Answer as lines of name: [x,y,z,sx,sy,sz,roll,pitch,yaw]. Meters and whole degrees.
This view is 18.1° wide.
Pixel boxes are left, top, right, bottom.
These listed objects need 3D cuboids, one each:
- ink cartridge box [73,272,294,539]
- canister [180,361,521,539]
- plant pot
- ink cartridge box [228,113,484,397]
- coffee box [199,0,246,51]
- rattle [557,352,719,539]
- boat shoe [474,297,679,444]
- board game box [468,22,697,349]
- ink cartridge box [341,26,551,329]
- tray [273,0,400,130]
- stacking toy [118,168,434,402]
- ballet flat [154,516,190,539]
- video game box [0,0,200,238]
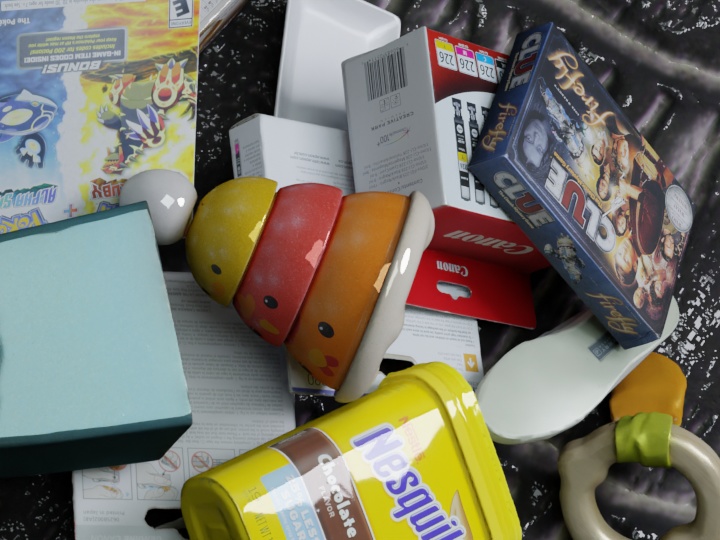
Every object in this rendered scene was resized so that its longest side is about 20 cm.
ink cartridge box: [-0.127,0.099,1.545,0.162,0.057,0.201,3,71,-20]
canister: [-0.006,0.164,1.482,0.199,0.086,0.149,-23,96,-34]
plant pot: [-0.224,0.058,1.406,0.199,0.141,0.142,-10,79,-16]
ink cartridge box: [0.000,0.000,1.605,0.196,0.043,0.201,9,70,-42]
coffee box: [-0.163,-0.161,1.591,0.080,0.114,0.200,42,64,-3]
rattle: [0.228,0.184,1.676,0.130,0.143,0.201,-31,103,6]
boat shoe: [0.152,0.076,1.656,0.200,0.072,0.070,-32,78,-32]
board game box: [0.163,-0.059,1.617,0.200,0.034,0.136,47,46,-30]
ink cartridge box: [0.089,-0.061,1.623,0.199,0.084,0.177,11,68,-47]
tray: [-0.025,-0.111,1.664,0.107,0.022,0.201,21,66,-36]
stacking toy: [-0.064,-0.012,1.470,0.199,0.146,0.147,21,68,-2]
ballet flat: [-0.142,0.226,1.514,0.075,0.068,0.200,35,58,9]
video game box: [-0.203,-0.100,1.453,0.199,0.047,0.183,-7,119,-23]
